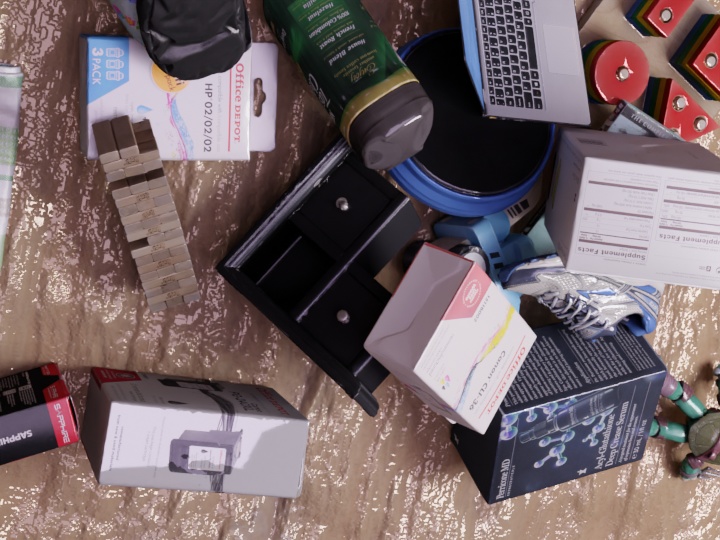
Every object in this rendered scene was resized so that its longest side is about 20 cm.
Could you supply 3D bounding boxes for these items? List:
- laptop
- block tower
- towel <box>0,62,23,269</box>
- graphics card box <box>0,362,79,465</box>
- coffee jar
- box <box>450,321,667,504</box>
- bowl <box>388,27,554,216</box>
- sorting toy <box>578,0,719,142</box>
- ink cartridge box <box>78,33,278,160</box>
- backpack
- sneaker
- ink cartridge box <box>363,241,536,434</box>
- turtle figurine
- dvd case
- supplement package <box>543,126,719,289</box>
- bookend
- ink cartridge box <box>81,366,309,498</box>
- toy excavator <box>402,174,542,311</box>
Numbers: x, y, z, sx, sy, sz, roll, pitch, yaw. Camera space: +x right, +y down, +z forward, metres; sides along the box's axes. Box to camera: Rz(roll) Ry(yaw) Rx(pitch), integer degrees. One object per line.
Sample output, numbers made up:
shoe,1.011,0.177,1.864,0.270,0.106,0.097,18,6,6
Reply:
laptop,0.159,-0.258,1.238,0.198,0.116,0.189,3,72,-21
block tower,-0.200,-0.049,1.178,0.054,0.058,0.201,-16,132,-6
towel,-0.397,-0.099,1.155,0.148,0.031,0.202,5,99,-20
graphics card box,-0.370,0.150,1.165,0.199,0.125,0.051,-15,106,-17
coffee jar,-0.010,-0.195,1.189,0.085,0.104,0.201,-33,75,-6
box,0.213,0.146,1.355,0.199,0.107,0.149,-13,134,-16
bowl,0.108,-0.156,1.276,0.199,0.039,0.202,5,74,-17
sorting toy,0.333,-0.223,1.372,0.200,0.070,0.199,38,87,-23
ink cartridge box,-0.169,-0.167,1.203,0.198,0.068,0.116,-2,102,-19
backpack,-0.178,-0.289,1.111,0.126,0.201,0.167,-15,150,-20
sneaker,0.235,0.030,1.288,0.199,0.077,0.086,6,80,-23
ink cartridge box,0.098,0.075,1.187,0.117,0.067,0.200,-59,142,-11
turtle figurine,0.409,0.182,1.471,0.199,0.101,0.151,24,92,-17
dvd case,0.284,-0.071,1.369,0.145,0.022,0.200,30,110,-18
supplement package,0.274,-0.067,1.235,0.154,0.200,0.112,7,104,0
bookend,0.000,0.000,1.226,0.200,0.092,0.199,42,85,22
ink cartridge box,-0.165,0.160,1.229,0.198,0.145,0.084,8,96,-21
toy excavator,0.146,-0.043,1.340,0.199,0.100,0.196,-31,109,-26
